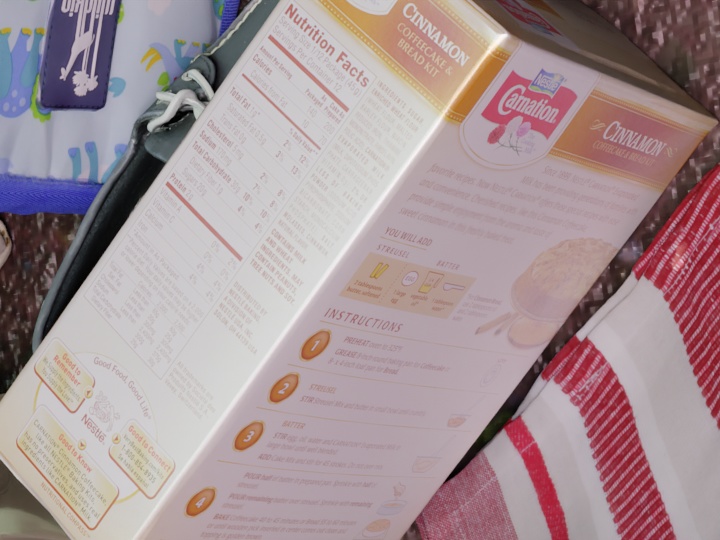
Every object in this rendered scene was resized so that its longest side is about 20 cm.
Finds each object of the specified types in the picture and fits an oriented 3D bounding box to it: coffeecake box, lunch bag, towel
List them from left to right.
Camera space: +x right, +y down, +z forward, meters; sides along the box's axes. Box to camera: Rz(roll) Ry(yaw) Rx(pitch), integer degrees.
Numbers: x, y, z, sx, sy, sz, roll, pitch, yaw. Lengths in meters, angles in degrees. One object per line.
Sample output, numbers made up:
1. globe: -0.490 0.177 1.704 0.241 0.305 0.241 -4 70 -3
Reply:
1. lunch bag: -0.136 -0.116 0.913 0.127 0.170 0.201 -21 79 36
2. coffeecake box: 0.000 0.000 0.804 0.073 0.153 0.200 44 106 27
3. towel: 0.090 0.064 0.799 0.200 0.023 0.144 -51 33 27

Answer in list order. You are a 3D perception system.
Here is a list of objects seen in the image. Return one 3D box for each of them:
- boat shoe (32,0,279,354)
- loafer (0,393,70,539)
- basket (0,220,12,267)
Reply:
1. boat shoe: -0.047 -0.035 0.894 0.073 0.062 0.201 34 95 30
2. loafer: -0.101 0.078 0.962 0.199 0.068 0.076 -4 71 21
3. basket: -0.276 -0.010 1.031 0.200 0.160 0.198 52 120 24
